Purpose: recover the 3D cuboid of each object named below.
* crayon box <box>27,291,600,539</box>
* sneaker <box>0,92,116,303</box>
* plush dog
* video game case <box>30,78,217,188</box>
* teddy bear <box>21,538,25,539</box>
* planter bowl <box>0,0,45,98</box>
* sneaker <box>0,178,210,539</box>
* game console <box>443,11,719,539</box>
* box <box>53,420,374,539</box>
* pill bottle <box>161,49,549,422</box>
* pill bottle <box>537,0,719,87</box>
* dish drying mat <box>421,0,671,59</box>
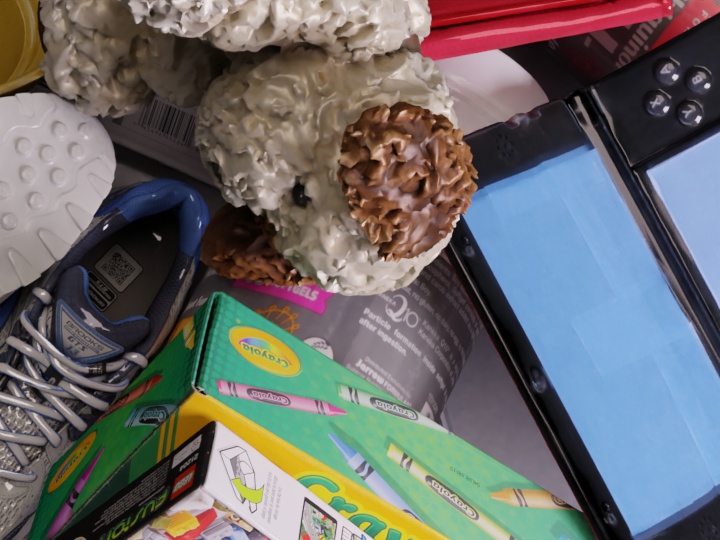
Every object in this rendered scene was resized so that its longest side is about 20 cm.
[{"bbox_3d":[-0.010,0.107,0.881,0.200,0.119,0.058,32,35,-18],"label":"crayon box"},{"bbox_3d":[-0.182,0.004,0.918,0.200,0.081,0.076,-41,90,-15],"label":"sneaker"},{"bbox_3d":[-0.018,-0.073,0.855,0.160,0.200,0.172,-19,89,-20],"label":"plush dog"},{"bbox_3d":[-0.085,-0.152,1.023,0.143,0.018,0.200,24,109,8],"label":"video game case"},{"bbox_3d":[-0.195,0.047,0.975,0.145,0.067,0.201,11,67,0],"label":"teddy bear"},{"bbox_3d":[-0.213,-0.105,0.982,0.200,0.084,0.201,9,44,-9],"label":"planter bowl"},{"bbox_3d":[-0.126,0.036,0.929,0.077,0.085,0.200,37,64,-11],"label":"sneaker"},{"bbox_3d":[0.147,0.004,0.915,0.172,0.119,0.200,-29,86,14],"label":"game console"},{"bbox_3d":[-0.081,0.144,0.858,0.110,0.200,0.035,39,33,-22],"label":"box"},{"bbox_3d":[0.000,0.000,0.974,0.116,0.116,0.200,24,68,8],"label":"pill bottle"},{"bbox_3d":[0.145,-0.114,1.031,0.111,0.111,0.200,-40,73,-17],"label":"pill bottle"},{"bbox_3d":[0.026,-0.114,0.958,0.199,0.018,0.077,-9,39,8],"label":"dish drying mat"}]
